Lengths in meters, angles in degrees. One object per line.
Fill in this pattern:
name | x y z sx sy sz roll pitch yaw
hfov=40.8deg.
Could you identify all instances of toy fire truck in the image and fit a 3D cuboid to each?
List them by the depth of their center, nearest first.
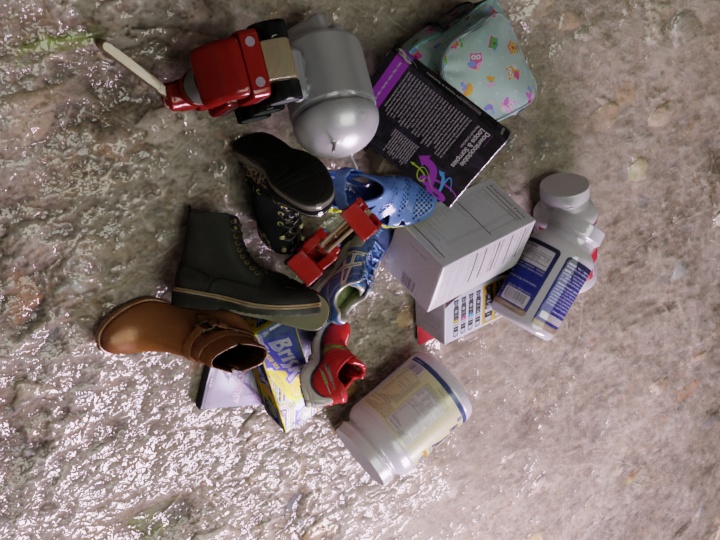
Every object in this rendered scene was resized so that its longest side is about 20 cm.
toy fire truck | -0.194 -0.237 1.152 0.200 0.176 0.129 -16 95 -24
toy fire truck | -0.039 -0.043 1.350 0.141 0.200 0.049 -41 96 5

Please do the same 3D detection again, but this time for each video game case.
video game case | -0.148 0.142 1.489 0.200 0.019 0.143 1 113 -39

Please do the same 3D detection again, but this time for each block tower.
block tower | 0.097 -0.173 1.481 0.200 0.058 0.054 4 123 -41

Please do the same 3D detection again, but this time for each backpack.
backpack | 0.140 -0.275 1.393 0.200 0.153 0.176 -30 111 -4

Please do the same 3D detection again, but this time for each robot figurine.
robot figurine | -0.041 -0.230 1.254 0.113 0.200 0.169 -26 157 32

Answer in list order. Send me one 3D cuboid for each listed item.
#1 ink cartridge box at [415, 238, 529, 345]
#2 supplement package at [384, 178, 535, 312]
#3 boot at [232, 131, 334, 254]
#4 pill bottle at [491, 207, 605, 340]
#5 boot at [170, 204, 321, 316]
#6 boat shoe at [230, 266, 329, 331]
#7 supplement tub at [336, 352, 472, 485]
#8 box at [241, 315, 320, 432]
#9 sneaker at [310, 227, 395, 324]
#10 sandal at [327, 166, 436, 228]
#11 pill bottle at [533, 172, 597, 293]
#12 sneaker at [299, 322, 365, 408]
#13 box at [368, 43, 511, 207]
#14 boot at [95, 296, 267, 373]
ink cartridge box | 0.194 0.040 1.658 0.200 0.084 0.176 -23 126 -28
supplement package | 0.156 -0.042 1.518 0.200 0.114 0.110 -25 149 -30
boot | -0.091 -0.084 1.289 0.073 0.204 0.154 -29 132 -22
pill bottle | 0.312 0.004 1.596 0.116 0.116 0.200 28 94 -44
boot | -0.147 -0.011 1.291 0.199 0.077 0.139 6 88 -2
boat shoe | -0.140 0.032 1.357 0.201 0.063 0.074 21 88 -4
supplement tub | 0.073 0.250 1.635 0.200 0.145 0.145 -39 132 -15
box | -0.123 0.142 1.453 0.070 0.064 0.200 -30 128 -22
sneaker | 0.000 0.000 1.488 0.076 0.077 0.200 37 86 -42
sandal | 0.021 -0.107 1.395 0.200 0.087 0.080 4 85 -20
pill bottle | 0.363 -0.065 1.714 0.112 0.112 0.200 -26 127 -25
sneaker | -0.031 0.143 1.462 0.085 0.200 0.077 -2 120 12
box | 0.088 -0.197 1.339 0.143 0.200 0.036 -50 -176 39
boot | -0.237 0.100 1.300 0.200 0.155 0.077 -5 116 -36
